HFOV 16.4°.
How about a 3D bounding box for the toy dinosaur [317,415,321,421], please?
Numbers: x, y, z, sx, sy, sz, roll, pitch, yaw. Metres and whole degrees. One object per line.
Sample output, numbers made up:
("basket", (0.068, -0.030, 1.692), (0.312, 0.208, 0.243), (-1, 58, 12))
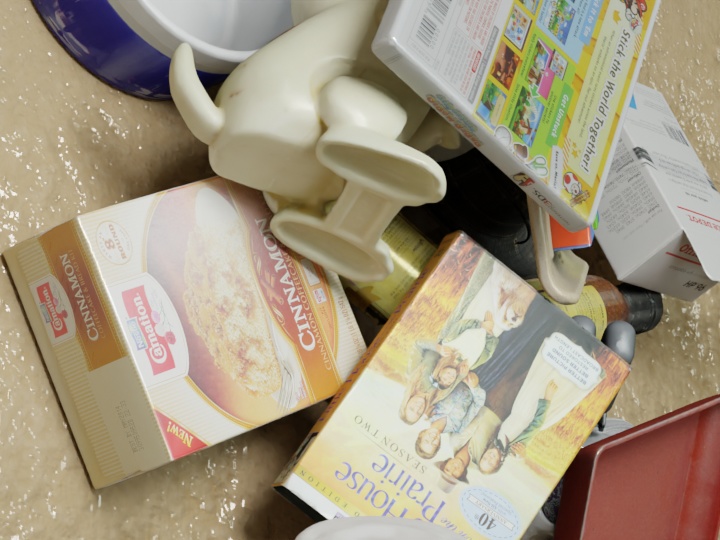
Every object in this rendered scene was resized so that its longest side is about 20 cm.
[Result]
("toy dinosaur", (0.054, 0.158, 1.594), (0.200, 0.106, 0.060), (47, 10, 20))

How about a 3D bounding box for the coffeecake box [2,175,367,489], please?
("coffeecake box", (-0.100, 0.028, 1.523), (0.200, 0.073, 0.154), (-20, 88, -50))

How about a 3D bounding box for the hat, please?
("hat", (0.106, -0.087, 1.780), (0.201, 0.081, 0.201), (37, 36, -33))

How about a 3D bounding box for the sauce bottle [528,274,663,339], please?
("sauce bottle", (0.150, 0.036, 1.810), (0.200, 0.066, 0.066), (-6, 76, -49))

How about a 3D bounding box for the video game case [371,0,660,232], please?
("video game case", (0.100, -0.152, 1.528), (0.182, 0.023, 0.200), (41, 50, -26))

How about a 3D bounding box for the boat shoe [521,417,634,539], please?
("boat shoe", (0.157, 0.146, 1.761), (0.200, 0.069, 0.072), (-14, 83, -50))

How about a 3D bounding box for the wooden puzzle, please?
("wooden puzzle", (0.127, -0.087, 1.637), (0.185, 0.046, 0.200), (-44, 122, -79))

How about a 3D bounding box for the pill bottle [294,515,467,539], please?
("pill bottle", (0.009, 0.253, 1.465), (0.111, 0.111, 0.200), (-13, 111, -51))

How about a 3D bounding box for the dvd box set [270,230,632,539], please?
("dvd box set", (0.058, 0.097, 1.548), (0.146, 0.029, 0.200), (39, 73, -9))

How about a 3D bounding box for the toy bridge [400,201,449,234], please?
("toy bridge", (0.000, 0.000, 1.687), (0.067, 0.027, 0.200), (49, 42, -17))

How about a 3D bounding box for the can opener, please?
("can opener", (0.150, 0.067, 1.703), (0.053, 0.200, 0.067), (6, 73, 0))

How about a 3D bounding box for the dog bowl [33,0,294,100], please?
("dog bowl", (-0.126, -0.214, 1.607), (0.200, 0.079, 0.200), (25, 55, -40))

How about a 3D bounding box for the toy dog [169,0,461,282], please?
("toy dog", (-0.012, -0.121, 1.551), (0.194, 0.140, 0.200), (19, 55, 1))

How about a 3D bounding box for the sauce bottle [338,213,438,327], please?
("sauce bottle", (0.051, 0.028, 1.616), (0.200, 0.065, 0.065), (42, 41, 3))

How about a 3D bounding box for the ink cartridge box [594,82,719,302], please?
("ink cartridge box", (0.219, -0.049, 1.872), (0.116, 0.068, 0.200), (14, 43, -52))

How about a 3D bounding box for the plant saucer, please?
("plant saucer", (0.187, 0.188, 1.736), (0.200, 0.037, 0.200), (-16, 120, -51))

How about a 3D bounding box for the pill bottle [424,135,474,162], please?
("pill bottle", (0.036, -0.172, 1.709), (0.113, 0.113, 0.200), (31, 35, -36))
